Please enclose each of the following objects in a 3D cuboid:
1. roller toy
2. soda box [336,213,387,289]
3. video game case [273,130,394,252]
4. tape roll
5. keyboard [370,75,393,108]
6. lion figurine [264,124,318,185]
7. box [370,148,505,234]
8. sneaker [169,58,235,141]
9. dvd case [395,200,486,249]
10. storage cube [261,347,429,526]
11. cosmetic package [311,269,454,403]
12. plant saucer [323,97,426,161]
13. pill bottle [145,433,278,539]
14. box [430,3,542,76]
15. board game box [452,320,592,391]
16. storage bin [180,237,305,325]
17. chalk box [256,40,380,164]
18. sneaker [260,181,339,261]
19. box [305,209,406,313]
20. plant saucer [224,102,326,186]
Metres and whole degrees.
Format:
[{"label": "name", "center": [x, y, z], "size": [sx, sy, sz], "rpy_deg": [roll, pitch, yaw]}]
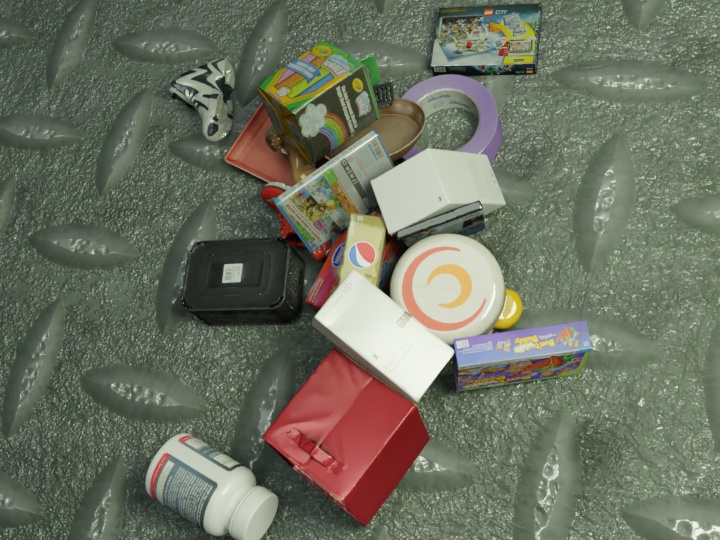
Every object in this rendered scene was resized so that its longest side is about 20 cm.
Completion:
[{"label": "roller toy", "center": [0.149, 0.038, 1.359], "size": [0.200, 0.140, 0.183], "rpy_deg": [-26, 75, 5]}, {"label": "soda box", "center": [-0.001, 0.013, 1.345], "size": [0.064, 0.068, 0.201], "rpy_deg": [8, 75, 5]}, {"label": "video game case", "center": [-0.032, -0.128, 1.373], "size": [0.200, 0.143, 0.018], "rpy_deg": [-35, 51, -1]}, {"label": "tape roll", "center": [0.158, -0.260, 1.520], "size": [0.199, 0.066, 0.201], "rpy_deg": [-6, 68, 15]}, {"label": "keyboard", "center": [-0.037, -0.323, 1.542], "size": [0.199, 0.021, 0.127], "rpy_deg": [-11, 40, 8]}, {"label": "lion figurine", "center": [-0.105, -0.202, 1.526], "size": [0.122, 0.073, 0.200], "rpy_deg": [-14, 57, -5]}, {"label": "box", "center": [0.133, -0.129, 1.372], "size": [0.124, 0.200, 0.098], "rpy_deg": [-26, 78, 34]}, {"label": "sneaker", "center": [-0.335, -0.343, 1.692], "size": [0.129, 0.080, 0.200], "rpy_deg": [-6, 67, 15]}, {"label": "dvd case", "center": [0.139, -0.068, 1.374], "size": [0.142, 0.200, 0.018], "rpy_deg": [-20, 81, 8]}, {"label": "storage cube", "center": [-0.018, 0.262, 1.290], "size": [0.171, 0.200, 0.180], "rpy_deg": [32, 74, 26]}, {"label": "cosmetic package", "center": [0.033, 0.102, 1.250], "size": [0.200, 0.074, 0.102], "rpy_deg": [38, 75, 4]}, {"label": "plant saucer", "center": [0.022, -0.240, 1.466], "size": [0.200, 0.035, 0.201], "rpy_deg": [-11, 42, 10]}, {"label": "pill bottle", "center": [-0.242, 0.364, 1.353], "size": [0.200, 0.120, 0.120], "rpy_deg": [24, 77, 24]}, {"label": "box", "center": [0.243, -0.443, 1.583], "size": [0.199, 0.038, 0.137], "rpy_deg": [3, 70, 18]}, {"label": "board game box", "center": [0.245, 0.135, 1.276], "size": [0.199, 0.135, 0.045], "rpy_deg": [-8, 66, 3]}, {"label": "storage bin", "center": [-0.212, 0.022, 1.499], "size": [0.199, 0.094, 0.136], "rpy_deg": [-2, 68, 15]}, {"label": "chalk box", "center": [-0.055, -0.307, 1.437], "size": [0.200, 0.125, 0.124], "rpy_deg": [-37, 50, -15]}, {"label": "sneaker", "center": [-0.125, -0.091, 1.522], "size": [0.200, 0.077, 0.085], "rpy_deg": [39, 74, 26]}, {"label": "box", "center": [0.000, 0.000, 1.443], "size": [0.099, 0.095, 0.200], "rpy_deg": [21, 76, 24]}, {"label": "plant saucer", "center": [-0.136, -0.254, 1.620], "size": [0.200, 0.037, 0.200], "rpy_deg": [27, 78, 25]}]
